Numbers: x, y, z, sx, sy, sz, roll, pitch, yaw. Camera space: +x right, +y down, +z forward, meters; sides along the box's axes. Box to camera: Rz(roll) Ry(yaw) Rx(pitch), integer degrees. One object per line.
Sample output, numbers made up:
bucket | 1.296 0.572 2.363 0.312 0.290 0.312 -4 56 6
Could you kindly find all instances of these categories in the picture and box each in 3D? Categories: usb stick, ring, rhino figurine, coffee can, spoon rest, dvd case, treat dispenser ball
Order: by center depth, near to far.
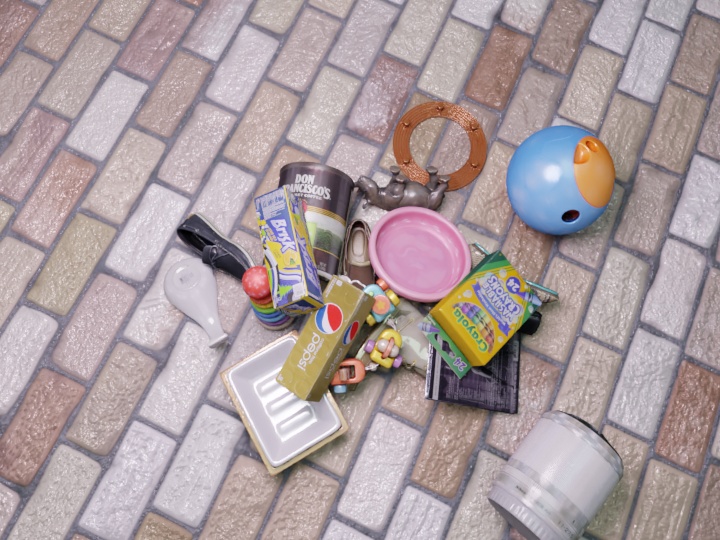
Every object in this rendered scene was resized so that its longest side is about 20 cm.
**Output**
dvd case | 0.207 0.171 1.149 0.197 0.016 0.151 14 73 -24
coffee can | -0.096 -0.078 1.174 0.144 0.147 0.203 9 75 0
spoon rest | -0.300 0.062 1.181 0.098 0.061 0.201 -28 64 -11
treat dispenser ball | 0.375 -0.170 1.193 0.197 0.201 0.204 1 74 -2
usb stick | 0.242 0.081 1.196 0.197 0.056 0.033 12 43 1
rhino figurine | 0.073 -0.154 1.238 0.196 0.088 0.060 1 41 -1
ring | 0.164 -0.259 1.302 0.197 0.019 0.204 0 75 -2

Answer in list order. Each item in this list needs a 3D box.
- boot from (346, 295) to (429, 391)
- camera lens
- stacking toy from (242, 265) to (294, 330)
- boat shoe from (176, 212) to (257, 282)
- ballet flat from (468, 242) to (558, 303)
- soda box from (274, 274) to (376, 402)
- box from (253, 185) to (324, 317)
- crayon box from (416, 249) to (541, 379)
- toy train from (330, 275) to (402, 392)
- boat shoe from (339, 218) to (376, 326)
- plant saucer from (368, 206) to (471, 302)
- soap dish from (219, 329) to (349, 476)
boot | 0.074 0.166 1.157 0.154 0.072 0.201 36 76 4
camera lens | 0.330 0.353 1.069 0.160 0.160 0.200 41 77 8
stacking toy | -0.165 0.041 1.107 0.084 0.200 0.087 -1 71 4
boat shoe | -0.266 -0.031 1.186 0.199 0.075 0.062 40 47 14
ballet flat | 0.277 0.025 1.213 0.199 0.068 0.076 33 97 12
soda box | -0.057 0.115 1.053 0.067 0.064 0.202 28 89 24
box | -0.119 -0.031 1.046 0.063 0.070 0.203 -20 67 15
crayon box | 0.212 0.077 1.119 0.200 0.052 0.126 -42 93 -20
toy train | 0.002 0.110 1.091 0.148 0.056 0.204 1 87 -6
boat shoe | -0.006 0.000 1.194 0.073 0.075 0.206 -4 75 -4
plant saucer | 0.108 -0.025 1.192 0.197 0.051 0.203 6 58 -10
soap dish | -0.134 0.232 1.122 0.156 0.081 0.202 -29 78 -10
